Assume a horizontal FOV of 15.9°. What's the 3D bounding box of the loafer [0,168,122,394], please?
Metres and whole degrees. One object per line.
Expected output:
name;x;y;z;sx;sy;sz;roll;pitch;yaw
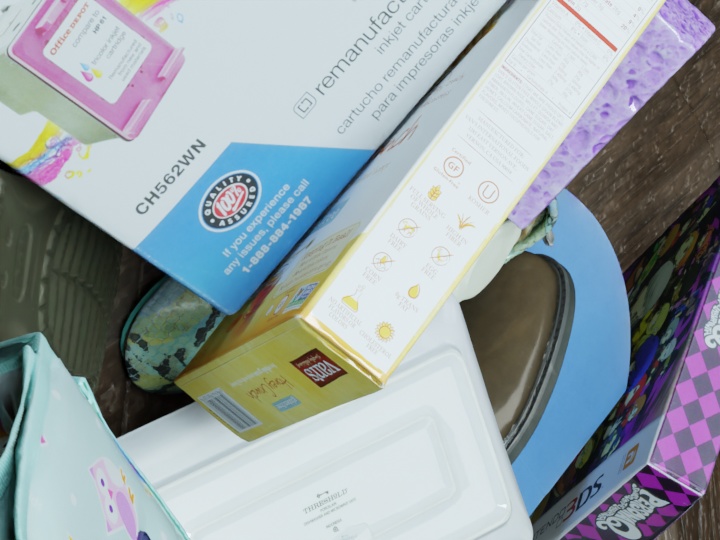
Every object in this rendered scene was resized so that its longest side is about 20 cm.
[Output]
loafer;-0.132;-0.002;0.844;0.200;0.067;0.076;47;52;-72

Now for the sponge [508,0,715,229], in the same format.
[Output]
sponge;0.027;-0.120;0.977;0.200;0.112;0.030;43;37;-2

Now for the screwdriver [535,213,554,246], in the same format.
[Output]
screwdriver;0.066;-0.061;1.138;0.029;0.028;0.200;42;18;-34

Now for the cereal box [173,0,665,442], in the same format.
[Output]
cereal box;0.027;-0.038;0.846;0.040;0.144;0.200;39;69;-8

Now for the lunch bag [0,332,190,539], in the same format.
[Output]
lunch bag;-0.113;0.142;0.773;0.200;0.122;0.170;-52;126;-29

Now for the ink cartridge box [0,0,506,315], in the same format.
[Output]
ink cartridge box;-0.076;-0.101;0.795;0.200;0.085;0.145;36;99;-34

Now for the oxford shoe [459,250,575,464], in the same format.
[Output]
oxford shoe;0.015;0.058;1.055;0.200;0.073;0.084;-50;126;-19

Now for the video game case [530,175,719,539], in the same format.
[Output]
video game case;0.136;0.059;1.248;0.036;0.181;0.200;30;55;-8

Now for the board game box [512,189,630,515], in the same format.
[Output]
board game box;0.036;0.048;1.147;0.200;0.039;0.158;-51;129;-19

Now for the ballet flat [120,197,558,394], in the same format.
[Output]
ballet flat;0.000;0.000;1.008;0.200;0.074;0.074;-32;121;-30

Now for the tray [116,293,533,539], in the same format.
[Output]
tray;-0.017;0.088;0.937;0.200;0.022;0.108;-24;100;-36
